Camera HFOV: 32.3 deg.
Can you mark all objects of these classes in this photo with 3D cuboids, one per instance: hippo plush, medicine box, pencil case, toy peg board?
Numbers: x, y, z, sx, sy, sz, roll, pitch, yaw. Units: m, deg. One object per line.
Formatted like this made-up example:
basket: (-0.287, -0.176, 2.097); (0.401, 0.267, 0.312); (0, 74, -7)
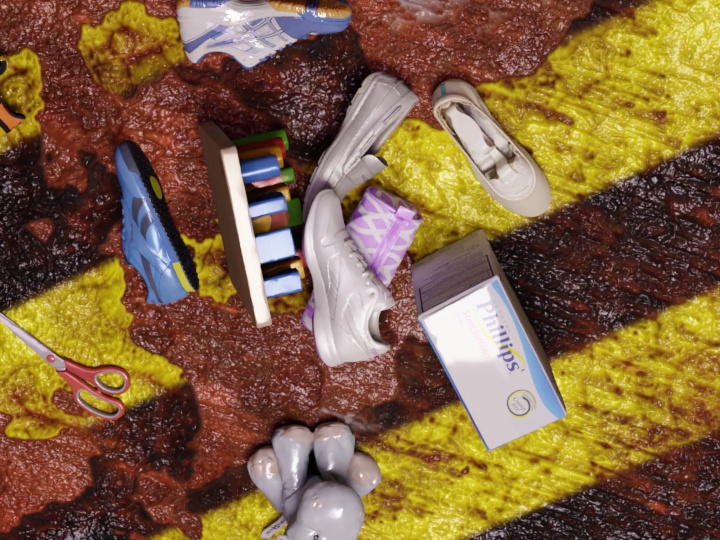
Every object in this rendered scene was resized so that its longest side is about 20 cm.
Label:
hippo plush: (-0.071, 0.292, 1.530); (0.159, 0.161, 0.201); (32, 105, -9)
medicine box: (0.144, 0.076, 1.438); (0.102, 0.200, 0.183); (-26, 105, 9)
pencil case: (0.000, 0.000, 1.477); (0.083, 0.086, 0.201); (22, 106, -12)
toy peg board: (-0.107, -0.067, 1.410); (0.097, 0.199, 0.202); (-14, 107, -11)

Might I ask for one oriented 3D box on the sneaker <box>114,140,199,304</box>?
sneaker: (-0.262, -0.052, 1.476); (0.078, 0.066, 0.201); (-17, 106, 10)

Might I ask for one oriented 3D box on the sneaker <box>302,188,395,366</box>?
sneaker: (-0.011, 0.005, 1.411); (0.099, 0.075, 0.202); (-6, 95, 17)

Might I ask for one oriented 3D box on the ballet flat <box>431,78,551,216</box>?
ballet flat: (0.152, -0.134, 1.444); (0.069, 0.070, 0.200); (-40, 103, 12)

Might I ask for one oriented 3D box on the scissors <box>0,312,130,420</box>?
scissors: (-0.380, 0.122, 1.558); (0.199, 0.014, 0.073); (26, 108, -9)

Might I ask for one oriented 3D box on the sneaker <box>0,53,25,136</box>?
sneaker: (-0.451, -0.246, 1.425); (0.089, 0.070, 0.201); (-20, 107, -8)

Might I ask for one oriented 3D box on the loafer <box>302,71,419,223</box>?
loafer: (-0.002, -0.132, 1.442); (0.070, 0.070, 0.201); (31, 105, 9)

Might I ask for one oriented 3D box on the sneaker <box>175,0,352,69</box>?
sneaker: (-0.107, -0.273, 1.410); (0.198, 0.075, 0.089); (3, 119, 7)
